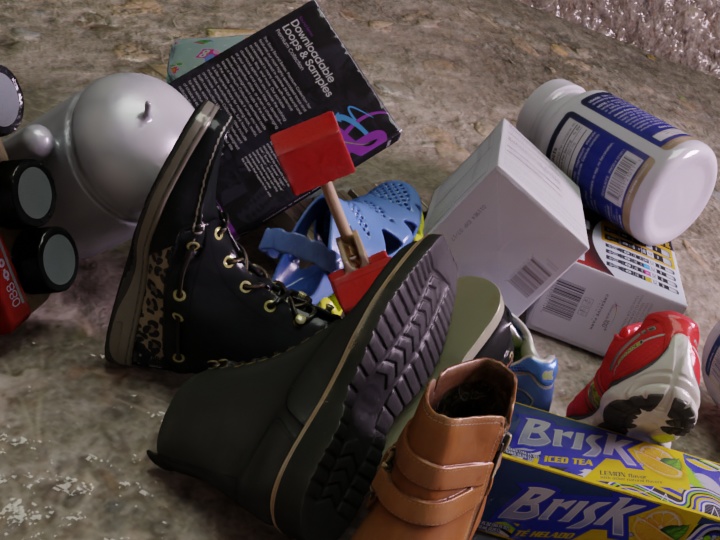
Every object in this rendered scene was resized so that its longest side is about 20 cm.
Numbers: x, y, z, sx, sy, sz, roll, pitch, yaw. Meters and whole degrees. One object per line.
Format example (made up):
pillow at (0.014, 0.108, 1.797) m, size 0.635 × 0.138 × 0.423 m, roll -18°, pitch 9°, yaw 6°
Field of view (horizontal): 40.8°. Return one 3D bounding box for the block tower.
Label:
block tower at (-0.011, -0.041, 0.931) m, size 0.054 × 0.058 × 0.200 m, roll 44°, pitch 32°, yaw 19°

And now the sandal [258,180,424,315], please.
sandal at (-0.015, -0.026, 0.799) m, size 0.079 × 0.087 × 0.200 m, roll 6°, pitch 35°, yaw 36°

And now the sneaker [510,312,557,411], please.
sneaker at (0.100, 0.058, 0.800) m, size 0.076 × 0.077 × 0.200 m, roll -1°, pitch 30°, yaw -32°

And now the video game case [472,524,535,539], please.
video game case at (0.162, 0.191, 0.656) m, size 0.143 × 0.019 × 0.200 m, roll 31°, pitch 28°, yaw 23°

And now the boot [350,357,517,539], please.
boot at (0.025, 0.141, 0.501) m, size 0.077 × 0.156 × 0.200 m, roll 29°, pitch 28°, yaw 18°

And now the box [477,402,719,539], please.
box at (0.159, 0.149, 0.643) m, size 0.200 × 0.064 × 0.070 m, roll 17°, pitch 26°, yaw -5°

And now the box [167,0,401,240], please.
box at (-0.085, -0.123, 0.837) m, size 0.143 × 0.200 × 0.036 m, roll 58°, pitch -6°, yaw 5°

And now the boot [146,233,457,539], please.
boot at (-0.037, 0.052, 0.595) m, size 0.138 × 0.078 × 0.200 m, roll 11°, pitch 56°, yaw 36°

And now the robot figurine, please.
robot figurine at (-0.194, -0.077, 0.732) m, size 0.169 × 0.200 × 0.113 m, roll 1°, pitch 73°, yaw -51°

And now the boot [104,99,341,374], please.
boot at (-0.077, -0.001, 0.658) m, size 0.153 × 0.204 × 0.074 m, roll 21°, pitch 26°, yaw -6°

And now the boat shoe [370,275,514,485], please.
boat shoe at (0.026, 0.092, 0.623) m, size 0.201 × 0.063 × 0.074 m, roll -44°, pitch 45°, yaw -18°

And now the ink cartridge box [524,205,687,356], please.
ink cartridge box at (0.269, 0.013, 0.994) m, size 0.175 × 0.084 × 0.200 m, roll 21°, pitch 26°, yaw 3°

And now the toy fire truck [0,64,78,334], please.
toy fire truck at (-0.295, -0.019, 0.590) m, size 0.128 × 0.176 × 0.200 m, roll -2°, pitch 27°, yaw 19°

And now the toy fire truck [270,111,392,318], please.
toy fire truck at (0.000, 0.000, 0.706) m, size 0.049 × 0.200 × 0.141 m, roll -22°, pitch 50°, yaw 0°

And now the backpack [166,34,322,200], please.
backpack at (-0.112, -0.140, 0.941) m, size 0.175 × 0.154 × 0.200 m, roll -2°, pitch 43°, yaw -3°

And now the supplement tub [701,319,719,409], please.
supplement tub at (0.392, 0.117, 0.811) m, size 0.145 × 0.145 × 0.200 m, roll 12°, pitch 28°, yaw -15°

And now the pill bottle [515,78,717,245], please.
pill bottle at (0.263, -0.122, 1.024) m, size 0.116 × 0.116 × 0.200 m, roll -3°, pitch 33°, yaw -38°

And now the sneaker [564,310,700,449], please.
sneaker at (0.199, 0.082, 0.692) m, size 0.077 × 0.200 × 0.085 m, roll 16°, pitch 70°, yaw 2°

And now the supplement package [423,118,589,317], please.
supplement package at (0.136, -0.051, 0.918) m, size 0.109 × 0.114 × 0.200 m, roll 41°, pitch 22°, yaw -6°
